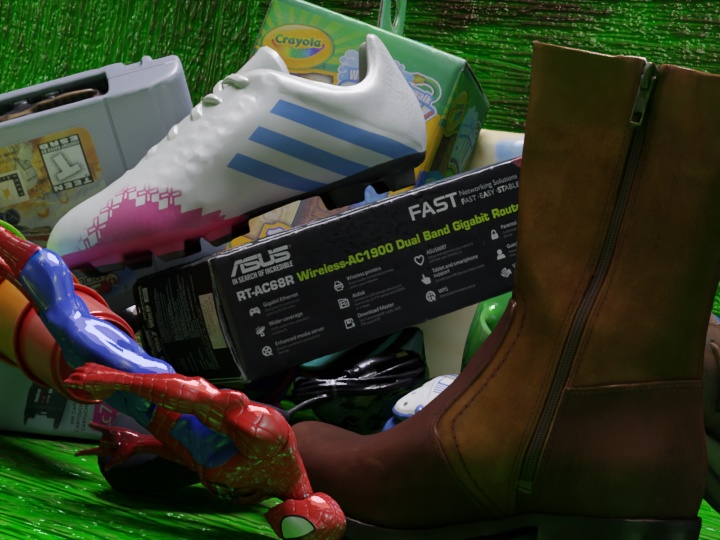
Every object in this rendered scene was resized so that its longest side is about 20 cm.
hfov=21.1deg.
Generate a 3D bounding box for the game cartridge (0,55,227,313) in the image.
[{"bbox_3d":[-0.173,-0.027,0.998,0.198,0.134,0.042,-16,33,-3],"label":"game cartridge"}]

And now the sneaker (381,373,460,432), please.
[{"bbox_3d":[0.056,0.084,0.861,0.087,0.076,0.200,-6,-1,-6],"label":"sneaker"}]

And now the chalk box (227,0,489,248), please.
[{"bbox_3d":[-0.003,-0.080,1.136,0.123,0.202,0.124,22,-1,13],"label":"chalk box"}]

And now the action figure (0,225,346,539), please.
[{"bbox_3d":[-0.086,0.045,0.737,0.199,0.052,0.066,31,-24,19],"label":"action figure"}]

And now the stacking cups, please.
[{"bbox_3d":[-0.158,0.019,0.882,0.060,0.061,0.200,7,12,-29],"label":"stacking cups"}]

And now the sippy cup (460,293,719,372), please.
[{"bbox_3d":[0.147,0.057,1.134,0.130,0.141,0.178,22,47,30],"label":"sippy cup"}]

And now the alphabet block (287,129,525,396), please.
[{"bbox_3d":[0.055,0.001,1.300,0.199,0.197,0.196,11,1,32],"label":"alphabet block"}]

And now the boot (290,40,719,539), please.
[{"bbox_3d":[0.055,0.011,0.741,0.187,0.202,0.068,10,3,40],"label":"boot"}]

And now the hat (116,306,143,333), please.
[{"bbox_3d":[-0.201,0.014,1.108,0.199,0.202,0.081,9,-39,7],"label":"hat"}]

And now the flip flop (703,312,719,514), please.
[{"bbox_3d":[0.140,0.050,0.829,0.200,0.058,0.081,46,5,-24],"label":"flip flop"}]

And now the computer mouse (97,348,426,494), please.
[{"bbox_3d":[-0.038,0.055,0.841,0.058,0.034,0.199,-7,7,36],"label":"computer mouse"}]

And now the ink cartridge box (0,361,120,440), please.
[{"bbox_3d":[-0.198,0.049,0.946,0.198,0.042,0.119,10,3,-23],"label":"ink cartridge box"}]

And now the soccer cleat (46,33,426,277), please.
[{"bbox_3d":[-0.065,-0.058,0.950,0.198,0.087,0.070,-18,2,-14],"label":"soccer cleat"}]

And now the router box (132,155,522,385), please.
[{"bbox_3d":[0.000,0.000,0.966,0.198,0.063,0.150,-18,1,-21],"label":"router box"}]

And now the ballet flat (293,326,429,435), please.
[{"bbox_3d":[0.009,0.065,1.027,0.073,0.075,0.200,8,2,-6],"label":"ballet flat"}]

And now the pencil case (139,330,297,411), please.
[{"bbox_3d":[-0.085,0.042,1.115,0.087,0.089,0.200,8,4,-9],"label":"pencil case"}]
